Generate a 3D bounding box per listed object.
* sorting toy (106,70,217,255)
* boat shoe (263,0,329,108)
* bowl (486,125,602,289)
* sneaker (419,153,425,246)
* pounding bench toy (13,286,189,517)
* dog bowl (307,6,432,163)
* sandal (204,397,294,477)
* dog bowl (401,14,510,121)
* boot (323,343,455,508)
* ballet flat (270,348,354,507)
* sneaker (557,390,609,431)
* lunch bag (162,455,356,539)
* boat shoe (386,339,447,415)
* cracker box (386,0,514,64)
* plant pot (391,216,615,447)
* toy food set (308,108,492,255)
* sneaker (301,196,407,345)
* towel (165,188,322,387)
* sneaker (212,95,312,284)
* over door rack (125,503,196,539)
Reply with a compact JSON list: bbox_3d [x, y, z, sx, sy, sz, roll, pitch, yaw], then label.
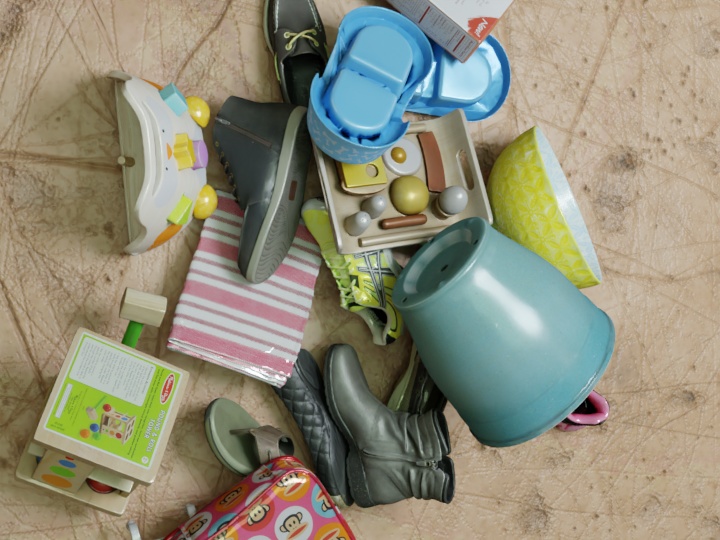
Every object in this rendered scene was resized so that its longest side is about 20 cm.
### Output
[{"bbox_3d":[-0.218,-0.119,1.147,0.105,0.180,0.203,-5,92,1],"label":"sorting toy"},{"bbox_3d":[-0.066,-0.242,1.261,0.071,0.061,0.204,-10,93,-16],"label":"boat shoe"},{"bbox_3d":[0.198,-0.058,1.295,0.107,0.200,0.202,-22,98,17],"label":"bowl"},{"bbox_3d":[0.075,-0.056,1.301,0.083,0.074,0.201,-37,91,-15],"label":"sneaker"},{"bbox_3d":[-0.266,0.134,1.165,0.123,0.156,0.202,23,57,-14],"label":"pounding bench toy"},{"bbox_3d":[0.007,-0.199,1.191,0.111,0.050,0.201,26,56,-6],"label":"dog bowl"},{"bbox_3d":[-0.096,0.210,1.241,0.057,0.080,0.201,-35,112,30],"label":"sandal"},{"bbox_3d":[0.080,-0.238,1.311,0.198,0.050,0.113,6,89,-17],"label":"dog bowl"},{"bbox_3d":[0.040,0.171,1.251,0.129,0.068,0.202,-14,90,29],"label":"boot"},{"bbox_3d":[-0.053,0.183,1.279,0.056,0.066,0.202,-19,97,28],"label":"ballet flat"},{"bbox_3d":[0.217,0.138,1.329,0.198,0.095,0.080,24,85,-14],"label":"sneaker"},{"bbox_3d":[-0.100,0.318,1.174,0.199,0.082,0.177,-34,106,-14],"label":"lunch bag"},{"bbox_3d":[0.093,0.114,1.298,0.073,0.064,0.202,19,91,-47],"label":"boat shoe"},{"bbox_3d":[0.088,-0.358,1.277,0.199,0.058,0.134,39,65,-3],"label":"cracker box"},{"bbox_3d":[0.139,0.053,1.185,0.200,0.200,0.188,-48,109,-11],"label":"plant pot"},{"bbox_3d":[0.045,-0.104,1.220,0.198,0.060,0.145,-9,79,-28],"label":"toy food set"},{"bbox_3d":[0.000,0.000,1.250,0.200,0.075,0.077,50,50,-21],"label":"sneaker"},{"bbox_3d":[-0.125,0.017,1.239,0.145,0.030,0.202,20,66,-14],"label":"towel"},{"bbox_3d":[-0.123,-0.092,1.227,0.105,0.075,0.202,14,88,20],"label":"sneaker"},{"bbox_3d":[-0.174,0.355,1.230,0.146,0.067,0.203,-14,100,-16],"label":"over door rack"}]
